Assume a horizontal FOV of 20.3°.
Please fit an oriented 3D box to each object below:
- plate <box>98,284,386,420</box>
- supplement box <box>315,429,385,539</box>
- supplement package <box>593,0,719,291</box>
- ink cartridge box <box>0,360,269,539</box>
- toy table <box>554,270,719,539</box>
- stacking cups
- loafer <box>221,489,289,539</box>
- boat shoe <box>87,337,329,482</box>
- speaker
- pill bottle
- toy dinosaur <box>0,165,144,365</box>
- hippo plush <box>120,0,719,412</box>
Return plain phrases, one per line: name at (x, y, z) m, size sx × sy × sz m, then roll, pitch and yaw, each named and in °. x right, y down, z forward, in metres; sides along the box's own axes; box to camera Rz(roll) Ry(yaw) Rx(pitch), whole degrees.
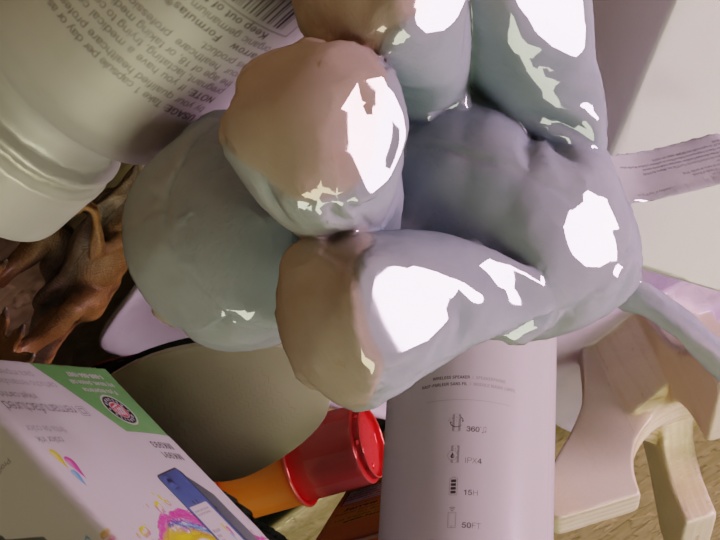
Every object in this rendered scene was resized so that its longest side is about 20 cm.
plate at (0.000, 0.000, 0.937) m, size 0.198 × 0.033 × 0.200 m, roll 14°, pitch 144°, yaw -20°
supplement box at (0.037, 0.124, 1.040) m, size 0.068 × 0.067 × 0.200 m, roll -18°, pitch -168°, yaw 17°
supplement package at (0.148, -0.102, 0.754) m, size 0.116 × 0.117 × 0.202 m, roll 16°, pitch 109°, yaw -18°
ink cartridge box at (-0.093, 0.131, 0.795) m, size 0.088 × 0.200 × 0.145 m, roll -48°, pitch 161°, yaw 10°
toy table at (0.170, 0.068, 1.100) m, size 0.182 × 0.118 × 0.201 m, roll -21°, pitch 146°, yaw 0°
stacking cups at (-0.085, 0.107, 1.029) m, size 0.198 × 0.061 × 0.061 m, roll -18°, pitch 149°, yaw 16°
loafer at (-0.116, 0.105, 0.912) m, size 0.198 × 0.072 × 0.063 m, roll 16°, pitch 114°, yaw 12°
boat shoe at (-0.095, 0.067, 0.958) m, size 0.200 × 0.063 × 0.074 m, roll -22°, pitch 110°, yaw 30°
speaker at (0.047, 0.112, 0.895) m, size 0.080 × 0.202 × 0.081 m, roll 3°, pitch 151°, yaw 1°
pill bottle at (-0.076, -0.104, 0.713) m, size 0.200 × 0.115 × 0.114 m, roll -39°, pitch 143°, yaw 24°
toy dinosaur at (-0.127, 0.009, 0.878) m, size 0.106 × 0.060 × 0.201 m, roll -21°, pitch 153°, yaw -50°
hippo plush at (0.007, -0.036, 0.679) m, size 0.199 × 0.161 × 0.160 m, roll 0°, pitch 180°, yaw -37°
